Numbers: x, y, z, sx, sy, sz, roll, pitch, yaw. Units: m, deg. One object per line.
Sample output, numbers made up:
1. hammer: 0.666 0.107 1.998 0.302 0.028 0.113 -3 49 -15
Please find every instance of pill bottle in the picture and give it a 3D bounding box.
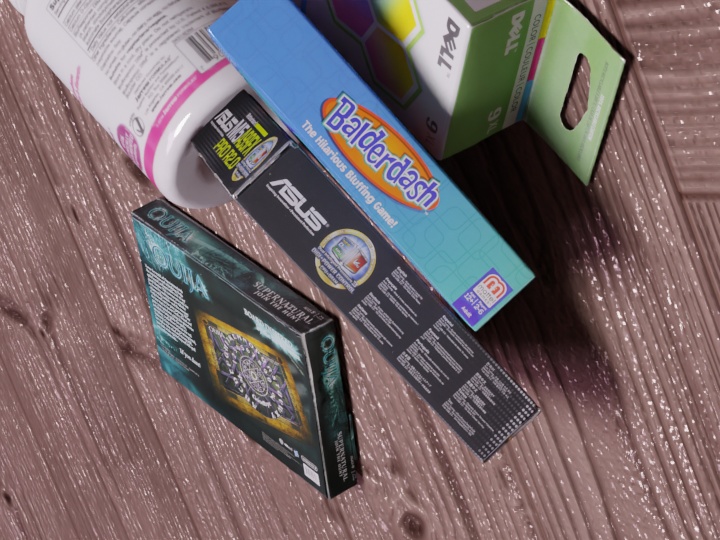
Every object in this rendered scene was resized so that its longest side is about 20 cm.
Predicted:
1. pill bottle: -0.126 -0.140 1.563 0.200 0.113 0.113 48 150 27

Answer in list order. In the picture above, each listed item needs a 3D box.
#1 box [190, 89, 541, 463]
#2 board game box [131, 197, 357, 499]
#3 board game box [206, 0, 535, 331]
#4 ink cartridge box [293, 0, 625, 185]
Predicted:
1. box: 0.000 0.000 1.420 0.200 0.044 0.160 47 180 -17
2. board game box: -0.077 0.049 1.750 0.200 0.028 0.136 34 142 43
3. board game box: 0.003 -0.061 1.372 0.200 0.045 0.152 49 180 -5
4. ink cartridge box: 0.040 -0.128 1.341 0.200 0.059 0.104 49 150 24
